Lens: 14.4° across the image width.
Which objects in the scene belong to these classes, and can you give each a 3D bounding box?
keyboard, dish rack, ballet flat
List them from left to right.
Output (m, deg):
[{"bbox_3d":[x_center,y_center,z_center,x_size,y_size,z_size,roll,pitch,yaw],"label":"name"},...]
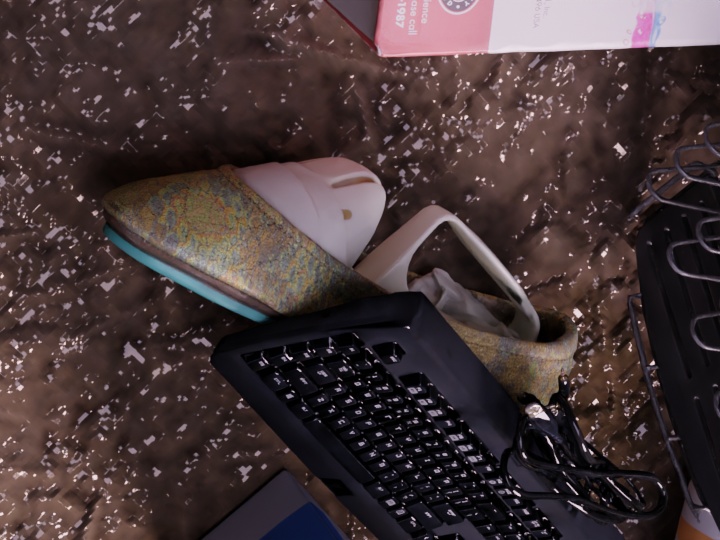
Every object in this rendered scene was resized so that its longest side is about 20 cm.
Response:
[{"bbox_3d":[0.000,0.000,0.958,0.199,0.071,0.071,30,99,-36],"label":"ballet flat"},{"bbox_3d":[0.035,0.072,0.964,0.103,0.040,0.200,-17,145,19],"label":"keyboard"},{"bbox_3d":[0.148,0.003,0.933,0.054,0.154,0.200,2,152,-33],"label":"dish rack"}]

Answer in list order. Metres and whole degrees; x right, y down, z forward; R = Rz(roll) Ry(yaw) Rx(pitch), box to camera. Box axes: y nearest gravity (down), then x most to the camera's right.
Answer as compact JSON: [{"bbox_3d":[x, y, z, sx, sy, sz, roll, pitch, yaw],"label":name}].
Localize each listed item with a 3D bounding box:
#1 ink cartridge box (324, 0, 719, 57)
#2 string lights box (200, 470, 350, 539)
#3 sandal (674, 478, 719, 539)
[{"bbox_3d":[0.091,-0.138,0.931,0.199,0.068,0.117,-3,115,-20],"label":"ink cartridge box"},{"bbox_3d":[0.014,0.160,0.955,0.059,0.200,0.103,-39,121,-2],"label":"string lights box"},{"bbox_3d":[0.149,0.148,1.072,0.079,0.059,0.208,13,113,12],"label":"sandal"}]
